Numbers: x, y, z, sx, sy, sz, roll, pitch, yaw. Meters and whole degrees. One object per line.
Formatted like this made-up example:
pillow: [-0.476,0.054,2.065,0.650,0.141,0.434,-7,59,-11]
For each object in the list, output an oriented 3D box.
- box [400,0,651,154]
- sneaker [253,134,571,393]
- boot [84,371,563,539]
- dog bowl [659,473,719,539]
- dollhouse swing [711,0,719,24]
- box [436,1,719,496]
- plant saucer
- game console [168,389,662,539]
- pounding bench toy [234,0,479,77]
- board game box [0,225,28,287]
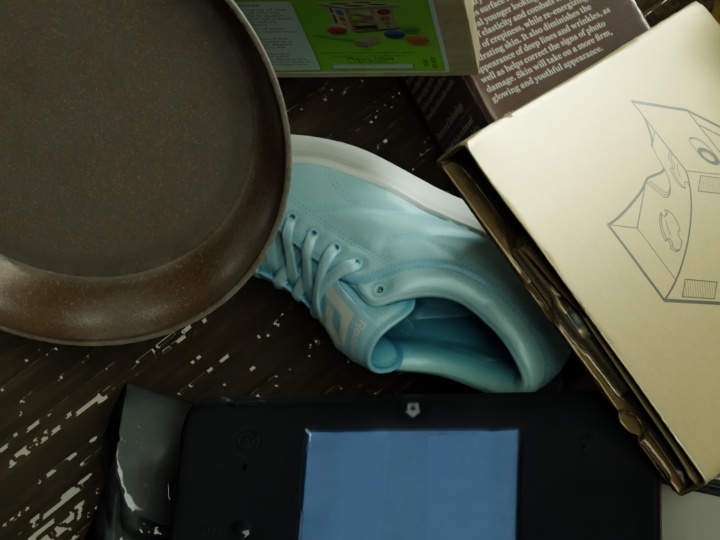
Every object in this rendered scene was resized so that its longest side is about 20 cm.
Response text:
box: [0.081,-0.096,0.792,0.100,0.075,0.201,-26,82,-18]
sneaker: [0.000,0.000,0.726,0.199,0.074,0.082,16,39,14]
boot: [-0.016,0.080,0.751,0.199,0.066,0.166,10,75,-8]
dog bowl: [0.188,0.109,0.734,0.199,0.200,0.074,0,97,-15]
dollhouse swing: [0.273,-0.055,0.804,0.199,0.182,0.177,20,64,-11]
box: [0.140,-0.020,0.705,0.200,0.021,0.164,-32,84,-43]
plant saucer: [-0.122,-0.061,0.656,0.200,0.201,0.032,28,34,-8]
game console: [0.018,0.132,0.651,0.199,0.031,0.178,-1,70,12]
pounding bench toy: [-0.050,-0.177,0.705,0.199,0.124,0.157,0,77,9]
board game box: [-0.186,-0.072,0.740,0.134,0.045,0.200,35,73,-6]
